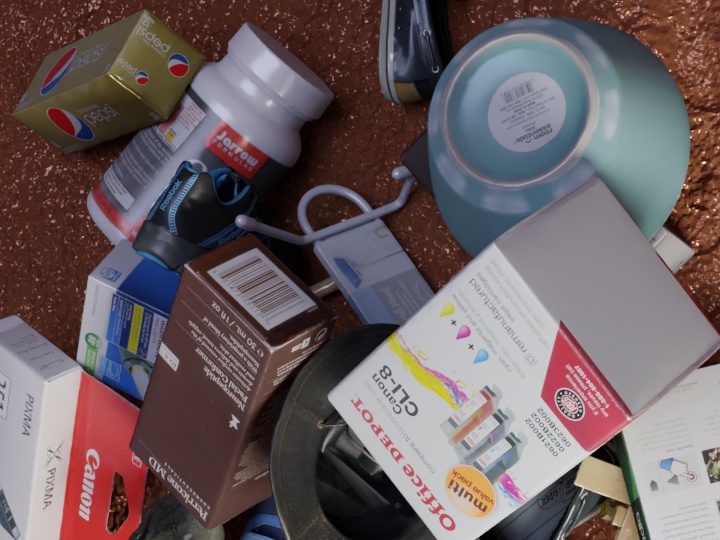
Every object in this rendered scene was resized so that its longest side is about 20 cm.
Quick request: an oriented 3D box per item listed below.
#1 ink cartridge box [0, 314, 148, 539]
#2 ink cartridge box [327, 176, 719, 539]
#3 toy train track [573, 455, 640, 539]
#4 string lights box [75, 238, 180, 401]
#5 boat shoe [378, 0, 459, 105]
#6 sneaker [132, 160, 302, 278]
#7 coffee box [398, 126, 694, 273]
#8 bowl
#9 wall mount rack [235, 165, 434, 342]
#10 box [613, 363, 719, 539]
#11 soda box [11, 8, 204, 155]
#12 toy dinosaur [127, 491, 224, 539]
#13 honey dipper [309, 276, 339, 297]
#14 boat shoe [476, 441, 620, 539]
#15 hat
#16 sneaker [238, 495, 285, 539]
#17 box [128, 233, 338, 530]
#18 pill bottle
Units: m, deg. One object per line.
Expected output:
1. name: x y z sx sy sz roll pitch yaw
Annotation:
1. ink cartridge box: -0.251 0.164 1.649 0.176 0.045 0.202 32 125 32
2. ink cartridge box: 0.108 0.066 1.369 0.146 0.144 0.200 51 131 6
3. toy train track: 0.189 0.201 1.475 0.114 0.033 0.202 21 88 -12
4. string lights box: -0.120 0.067 1.597 0.199 0.059 0.103 25 131 12
5. boat shoe: 0.052 -0.232 1.621 0.062 0.075 0.202 0 85 21
6. sneaker: -0.093 -0.032 1.573 0.073 0.200 0.083 28 98 24
7. coffee box: 0.139 -0.049 1.534 0.113 0.080 0.200 -46 65 9
8. bowl: 0.126 -0.100 1.450 0.199 0.105 0.203 -6 74 22
9. wall mount rack: 0.000 0.000 1.552 0.201 0.173 0.075 54 147 24
10. box: 0.264 0.165 1.424 0.143 0.036 0.202 -12 73 -4
11. soda box: -0.210 -0.152 1.674 0.199 0.064 0.068 -11 47 58
12. toy dinosaur: -0.138 0.205 1.560 0.077 0.200 0.103 28 102 -11
13. honey dipper: -0.071 0.034 1.648 0.199 0.038 0.038 -26 70 18
14. boat shoe: 0.109 0.195 1.510 0.199 0.066 0.075 -36 68 16
15. hat: -0.002 0.141 1.481 0.081 0.199 0.203 -9 74 56
16. sneaker: -0.078 0.247 1.583 0.073 0.082 0.202 14 83 29
17. box: -0.097 0.083 1.492 0.100 0.075 0.201 42 136 24
18. pill bottle: -0.120 -0.095 1.652 0.200 0.116 0.116 -50 64 10
